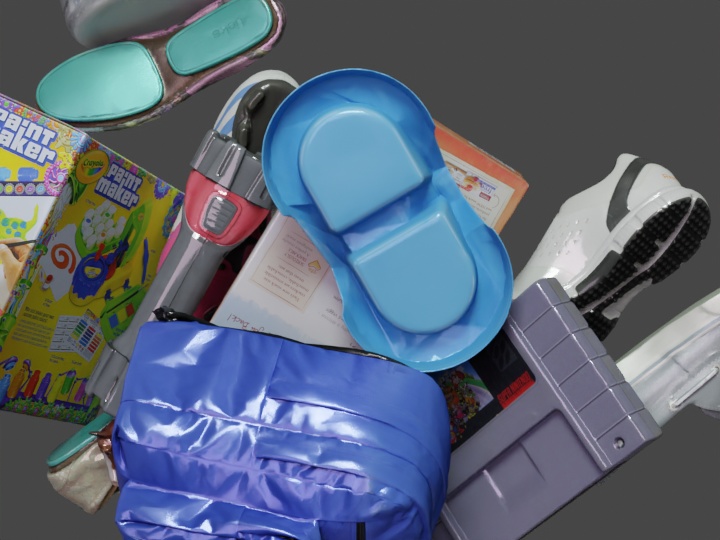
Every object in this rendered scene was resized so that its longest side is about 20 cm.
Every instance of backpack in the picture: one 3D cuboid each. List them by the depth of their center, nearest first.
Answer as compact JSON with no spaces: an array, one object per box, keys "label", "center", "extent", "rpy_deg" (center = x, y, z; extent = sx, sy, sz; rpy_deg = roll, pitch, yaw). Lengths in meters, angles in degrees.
[{"label":"backpack","center":[-0.046,0.138,0.939],"extent":[0.199,0.163,0.168],"rpy_deg":[6,56,4]}]

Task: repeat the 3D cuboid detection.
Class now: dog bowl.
[{"label":"dog bowl","center":[0.018,-0.034,0.957],"extent":[0.111,0.050,0.201],"rpy_deg":[-30,98,6]}]

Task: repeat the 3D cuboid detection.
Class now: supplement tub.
[{"label":"supplement tub","center":[-0.187,-0.278,1.145],"extent":[0.122,0.122,0.201],"rpy_deg":[-21,75,10]}]

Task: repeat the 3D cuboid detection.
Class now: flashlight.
[{"label":"flashlight","center":[-0.122,0.004,1.038],"extent":[0.068,0.068,0.201],"rpy_deg":[34,97,40]}]

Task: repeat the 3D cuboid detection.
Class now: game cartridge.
[{"label":"game cartridge","center":[0.090,0.110,1.001],"extent":[0.200,0.038,0.130],"rpy_deg":[-45,74,34]}]

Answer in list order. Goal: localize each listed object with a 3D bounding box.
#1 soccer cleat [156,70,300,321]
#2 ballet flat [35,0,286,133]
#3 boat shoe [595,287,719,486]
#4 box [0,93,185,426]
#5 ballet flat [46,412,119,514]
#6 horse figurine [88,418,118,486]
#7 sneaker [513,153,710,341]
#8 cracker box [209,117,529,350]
[{"label":"soccer cleat","center":[-0.094,-0.053,1.113],"extent":[0.070,0.086,0.201],"rpy_deg":[24,99,-16]},{"label":"ballet flat","center":[-0.144,-0.150,1.136],"extent":[0.199,0.071,0.069],"rpy_deg":[-24,79,4]},{"label":"boat shoe","center":[0.219,0.070,1.007],"extent":[0.201,0.070,0.072],"rpy_deg":[-38,83,10]},{"label":"box","center":[-0.238,-0.007,1.070],"extent":[0.122,0.200,0.193],"rpy_deg":[24,86,18]},{"label":"ballet flat","center":[-0.141,0.105,1.106],"extent":[0.200,0.067,0.062],"rpy_deg":[-38,103,9]},{"label":"horse figurine","center":[-0.076,0.140,1.062],"extent":[0.199,0.050,0.133],"rpy_deg":[-19,93,9]},{"label":"sneaker","center":[0.148,0.003,1.042],"extent":[0.200,0.074,0.080],"rpy_deg":[-41,44,10]},{"label":"cracker box","center":[0.004,-0.012,1.015],"extent":[0.134,0.058,0.200],"rpy_deg":[32,98,-5]}]
